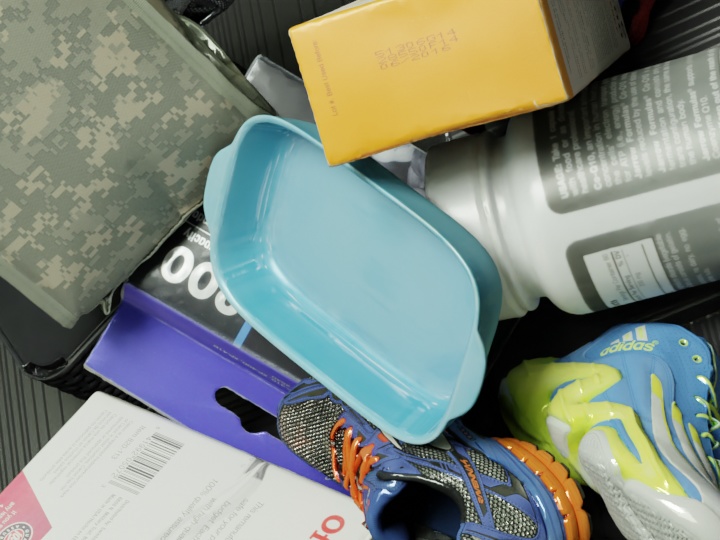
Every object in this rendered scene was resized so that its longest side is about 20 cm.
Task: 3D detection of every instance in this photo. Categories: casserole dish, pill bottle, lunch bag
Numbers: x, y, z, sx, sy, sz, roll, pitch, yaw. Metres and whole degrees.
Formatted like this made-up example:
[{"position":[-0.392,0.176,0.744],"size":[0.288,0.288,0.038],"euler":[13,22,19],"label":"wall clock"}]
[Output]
[{"position":[0.000,0.000,1.245],"size":[0.200,0.039,0.121],"euler":[37,127,30],"label":"casserole dish"},{"position":[0.140,-0.043,1.253],"size":[0.199,0.114,0.114],"euler":[-14,65,14],"label":"pill bottle"},{"position":[-0.163,-0.088,1.292],"size":[0.164,0.200,0.118],"euler":[-44,19,5],"label":"lunch bag"}]

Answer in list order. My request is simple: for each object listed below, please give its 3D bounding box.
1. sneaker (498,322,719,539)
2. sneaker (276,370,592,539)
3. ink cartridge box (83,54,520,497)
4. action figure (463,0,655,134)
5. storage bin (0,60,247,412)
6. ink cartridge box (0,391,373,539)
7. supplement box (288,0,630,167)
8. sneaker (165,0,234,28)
[{"position":[0.151,0.075,1.223],"size":[0.105,0.076,0.200],"euler":[-35,34,-11],"label":"sneaker"},{"position":[0.023,0.103,1.253],"size":[0.200,0.078,0.076],"euler":[22,124,43],"label":"sneaker"},{"position":[-0.022,0.017,1.344],"size":[0.198,0.043,0.200],"euler":[30,90,3],"label":"ink cartridge box"},{"position":[0.128,-0.151,1.363],"size":[0.065,0.052,0.200],"euler":[36,99,32],"label":"action figure"},{"position":[-0.126,-0.029,1.456],"size":[0.200,0.094,0.135],"euler":[-47,54,11],"label":"storage bin"},{"position":[-0.100,0.168,1.319],"size":[0.200,0.083,0.147],"euler":[20,50,29],"label":"ink cartridge box"},{"position":[0.055,-0.116,1.249],"size":[0.126,0.200,0.074],"euler":[-15,98,18],"label":"supplement box"},{"position":[-0.112,-0.125,1.384],"size":[0.200,0.075,0.114],"euler":[-20,68,26],"label":"sneaker"}]
